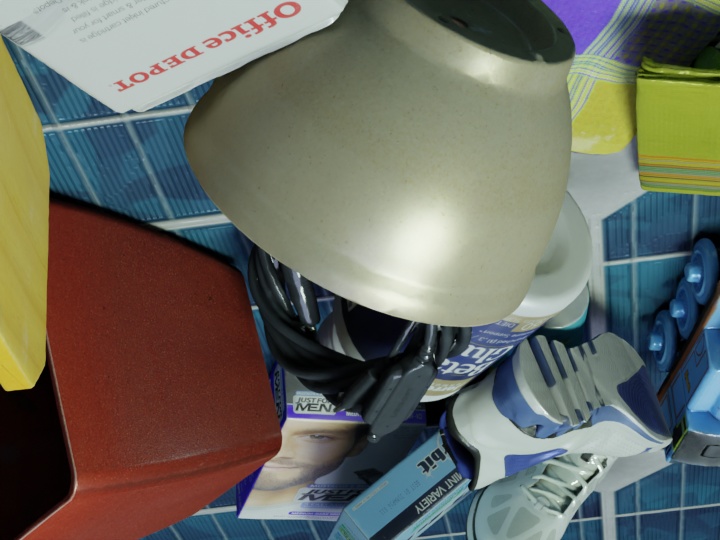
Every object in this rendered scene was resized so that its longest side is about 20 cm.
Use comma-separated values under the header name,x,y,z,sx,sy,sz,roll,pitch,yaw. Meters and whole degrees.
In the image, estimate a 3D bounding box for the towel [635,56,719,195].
name,x,y,z,sx,sy,sz,roll,pitch,yaw
towel,0.203,-0.080,1.080,0.086,0.018,0.200,4,166,11

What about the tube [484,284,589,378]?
name,x,y,z,sx,sy,sz,roll,pitch,yaw
tube,0.130,0.055,1.359,0.077,0.050,0.200,9,157,5

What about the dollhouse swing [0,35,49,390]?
name,x,y,z,sx,sy,sz,roll,pitch,yaw
dollhouse swing,-0.250,-0.044,0.953,0.182,0.200,0.176,1,152,-10

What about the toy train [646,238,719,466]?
name,x,y,z,sx,sy,sz,roll,pitch,yaw
toy train,0.260,0.056,1.299,0.087,0.114,0.200,-1,152,-8

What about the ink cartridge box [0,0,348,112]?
name,x,y,z,sx,sy,sz,roll,pitch,yaw
ink cartridge box,-0.121,-0.170,0.861,0.146,0.083,0.200,-21,147,27

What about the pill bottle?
name,x,y,z,sx,sy,sz,roll,pitch,yaw
pill bottle,0.051,0.018,1.201,0.111,0.111,0.200,11,148,-26

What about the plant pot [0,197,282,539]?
name,x,y,z,sx,sy,sz,roll,pitch,yaw
plant pot,-0.169,0.081,1.225,0.176,0.200,0.200,1,154,-37

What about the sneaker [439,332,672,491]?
name,x,y,z,sx,sy,sz,roll,pitch,yaw
sneaker,0.120,0.098,1.281,0.115,0.081,0.199,-29,157,30

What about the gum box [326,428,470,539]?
name,x,y,z,sx,sy,sz,roll,pitch,yaw
gum box,0.054,0.160,1.406,0.170,0.045,0.200,-38,169,-15

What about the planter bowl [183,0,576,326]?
name,x,y,z,sx,sy,sz,roll,pitch,yaw
planter bowl,0.027,-0.086,0.955,0.200,0.200,0.135,13,121,-29

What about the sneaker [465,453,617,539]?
name,x,y,z,sx,sy,sz,roll,pitch,yaw
sneaker,0.154,0.144,1.417,0.076,0.200,0.115,38,133,8

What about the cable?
name,x,y,z,sx,sy,sz,roll,pitch,yaw
cable,0.000,0.000,1.133,0.051,0.163,0.200,-19,151,-34

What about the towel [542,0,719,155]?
name,x,y,z,sx,sy,sz,roll,pitch,yaw
towel,0.126,-0.125,1.043,0.144,0.023,0.200,8,149,-19

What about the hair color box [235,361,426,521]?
name,x,y,z,sx,sy,sz,roll,pitch,yaw
hair color box,-0.027,0.132,1.453,0.109,0.065,0.200,3,149,-13

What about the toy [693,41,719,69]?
name,x,y,z,sx,sy,sz,roll,pitch,yaw
toy,0.288,-0.096,1.093,0.200,0.047,0.115,6,151,-18
